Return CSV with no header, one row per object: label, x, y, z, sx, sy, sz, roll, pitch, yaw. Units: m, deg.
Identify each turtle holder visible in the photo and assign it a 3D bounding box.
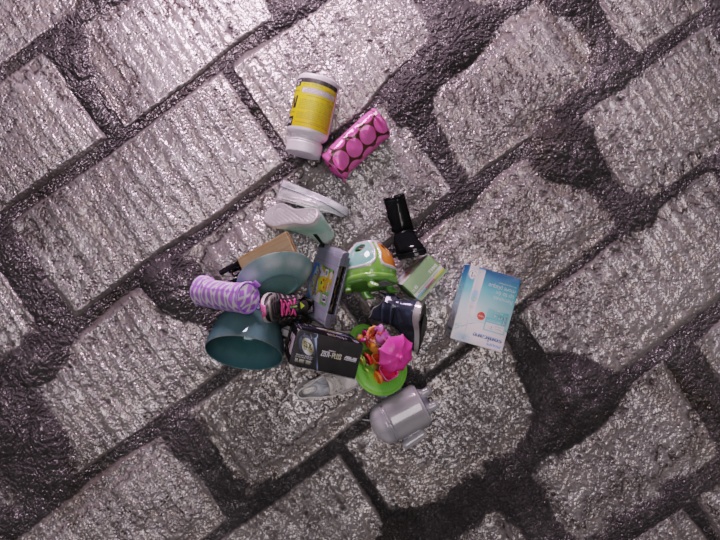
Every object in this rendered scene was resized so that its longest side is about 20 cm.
turtle holder,0.011,0.000,1.662,0.140,0.185,0.134,7,72,-34

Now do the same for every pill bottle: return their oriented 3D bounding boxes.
pill bottle,-0.130,-0.402,1.662,0.113,0.114,0.203,12,88,-1

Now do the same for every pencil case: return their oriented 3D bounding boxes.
pencil case,-0.007,-0.332,1.678,0.200,0.091,0.094,-45,82,-3
pencil case,-0.336,0.056,1.567,0.198,0.084,0.086,5,64,36

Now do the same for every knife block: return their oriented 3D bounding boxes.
knife block,-0.272,-0.016,1.628,0.174,0.200,0.065,-26,88,-31

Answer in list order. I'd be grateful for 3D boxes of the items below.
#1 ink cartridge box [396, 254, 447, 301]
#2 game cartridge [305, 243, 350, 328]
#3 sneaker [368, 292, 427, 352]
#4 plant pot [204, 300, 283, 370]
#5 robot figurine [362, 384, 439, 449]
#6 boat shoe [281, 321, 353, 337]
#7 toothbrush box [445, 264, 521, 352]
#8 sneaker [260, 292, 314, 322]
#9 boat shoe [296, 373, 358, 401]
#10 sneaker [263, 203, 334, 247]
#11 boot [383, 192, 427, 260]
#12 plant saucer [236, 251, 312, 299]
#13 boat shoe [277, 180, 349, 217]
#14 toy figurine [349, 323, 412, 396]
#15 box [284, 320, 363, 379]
ink cartridge box,0.153,0.016,1.619,0.059,0.200,0.104,43,88,-3
game cartridge,-0.092,0.037,1.648,0.040,0.133,0.203,11,95,-31
sneaker,0.097,0.134,1.649,0.144,0.204,0.078,11,53,16
plant pot,-0.289,0.153,1.630,0.197,0.201,0.136,5,57,-1
robot figurine,0.108,0.376,1.656,0.198,0.113,0.171,-27,73,-1
boat shoe,-0.112,0.166,1.678,0.197,0.072,0.067,13,85,-2
toothbrush box,0.323,0.099,1.680,0.145,0.085,0.203,17,90,-1
sneaker,-0.177,0.089,1.579,0.086,0.199,0.075,-5,86,22
boat shoe,-0.075,0.302,1.675,0.198,0.069,0.072,-22,88,-2
sneaker,-0.162,-0.113,1.673,0.199,0.118,0.074,10,65,37
boot,0.111,-0.116,1.627,0.072,0.198,0.165,-12,96,-4
plant saucer,-0.214,0.027,1.616,0.199,0.202,0.039,-19,60,-2
boat shoe,-0.127,-0.175,1.687,0.198,0.074,0.066,23,94,9
toy figurine,0.060,0.195,1.581,0.149,0.184,0.202,-23,74,-23
box,-0.095,0.190,1.547,0.162,0.200,0.087,15,89,-10
